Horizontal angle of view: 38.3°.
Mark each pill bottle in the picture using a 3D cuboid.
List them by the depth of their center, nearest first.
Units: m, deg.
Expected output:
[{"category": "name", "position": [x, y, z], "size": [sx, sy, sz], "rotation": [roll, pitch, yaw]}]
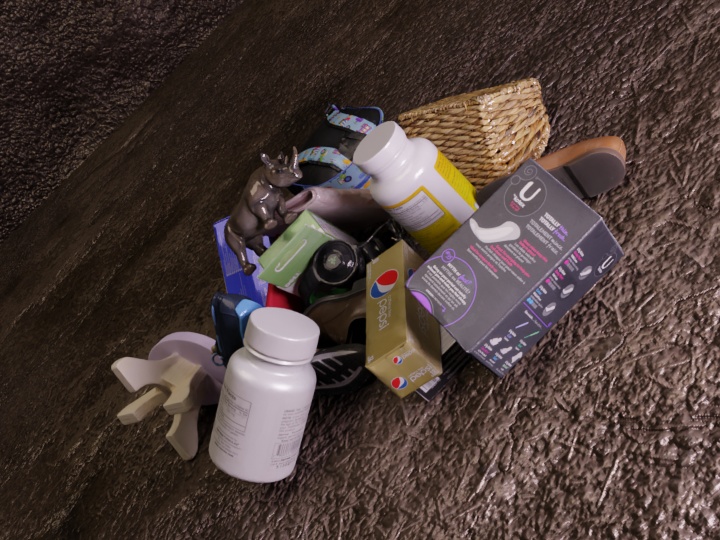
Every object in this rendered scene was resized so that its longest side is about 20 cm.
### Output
[{"category": "pill bottle", "position": [-0.117, 0.154, 1.304], "size": [0.114, 0.114, 0.200], "rotation": [-121, 43, -63]}, {"category": "pill bottle", "position": [0.083, -0.101, 1.346], "size": [0.104, 0.200, 0.104], "rotation": [-35, 29, 23]}]

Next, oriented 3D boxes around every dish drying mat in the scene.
[{"category": "dish drying mat", "position": [-0.112, 0.036, 1.519], "size": [0.018, 0.077, 0.200], "rotation": [-25, 37, 22]}]

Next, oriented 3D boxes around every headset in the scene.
[{"category": "headset", "position": [0.000, 0.000, 1.432], "size": [0.200, 0.123, 0.094], "rotation": [-48, 62, 35]}]

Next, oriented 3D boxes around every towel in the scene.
[{"category": "towel", "position": [-0.049, -0.086, 1.555], "size": [0.191, 0.200, 0.032], "rotation": [-18, 77, 47]}]

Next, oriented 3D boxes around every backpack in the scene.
[{"category": "backpack", "position": [-0.015, -0.173, 1.662], "size": [0.183, 0.135, 0.200], "rotation": [-52, 26, -12]}]

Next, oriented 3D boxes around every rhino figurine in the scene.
[{"category": "rhino figurine", "position": [-0.134, -0.094, 1.455], "size": [0.087, 0.060, 0.200], "rotation": [50, 127, 28]}]

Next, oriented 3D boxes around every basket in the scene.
[{"category": "basket", "position": [0.175, -0.179, 1.471], "size": [0.143, 0.149, 0.200], "rotation": [-24, 12, -33]}]

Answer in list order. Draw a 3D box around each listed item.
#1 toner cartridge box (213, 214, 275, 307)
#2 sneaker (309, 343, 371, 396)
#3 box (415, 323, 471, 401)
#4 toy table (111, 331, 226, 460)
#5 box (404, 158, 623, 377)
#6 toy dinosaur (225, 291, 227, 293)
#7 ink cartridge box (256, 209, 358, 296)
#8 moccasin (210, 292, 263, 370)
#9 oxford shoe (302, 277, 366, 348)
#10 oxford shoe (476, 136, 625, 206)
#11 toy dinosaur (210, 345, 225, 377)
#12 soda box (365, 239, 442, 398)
[{"category": "toner cartridge box", "position": [-0.163, 0.004, 1.616], "size": [0.095, 0.043, 0.200], "rotation": [-22, 68, 22]}, {"category": "sneaker", "position": [-0.057, 0.127, 1.391], "size": [0.200, 0.074, 0.080], "rotation": [-23, 33, 39]}, {"category": "box", "position": [0.124, 0.055, 1.259], "size": [0.200, 0.035, 0.110], "rotation": [-46, 26, 4]}, {"category": "toy table", "position": [-0.281, 0.180, 1.564], "size": [0.200, 0.184, 0.117], "rotation": [-35, 10, 49]}, {"category": "box", "position": [0.170, -0.001, 1.145], "size": [0.200, 0.106, 0.122], "rotation": [-45, 56, 5]}, {"category": "toy dinosaur", "position": [-0.155, 0.029, 1.680], "size": [0.200, 0.102, 0.136], "rotation": [-1, 63, 23]}, {"category": "ink cartridge box", "position": [-0.075, -0.020, 1.475], "size": [0.104, 0.200, 0.059], "rotation": [-45, 61, 10]}, {"category": "moccasin", "position": [-0.158, 0.093, 1.388], "size": [0.068, 0.200, 0.080], "rotation": [25, 50, 21]}, {"category": "oxford shoe", "position": [-0.023, 0.077, 1.414], "size": [0.200, 0.073, 0.085], "rotation": [-31, 46, 44]}, {"category": "oxford shoe", "position": [0.239, -0.114, 1.292], "size": [0.200, 0.071, 0.071], "rotation": [-16, 29, 32]}, {"category": "toy dinosaur", "position": [-0.136, 0.125, 1.508], "size": [0.058, 0.200, 0.101], "rotation": [42, 123, 25]}, {"category": "soda box", "position": [0.050, 0.055, 1.253], "size": [0.064, 0.068, 0.200], "rotation": [-35, 29, 23]}]
